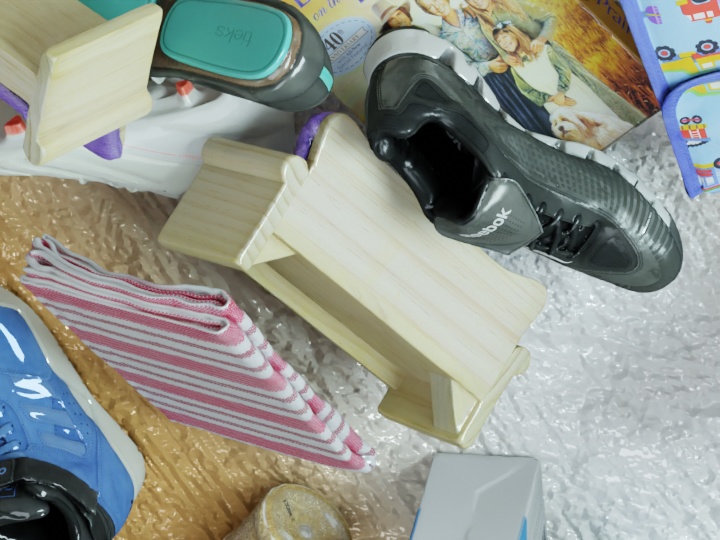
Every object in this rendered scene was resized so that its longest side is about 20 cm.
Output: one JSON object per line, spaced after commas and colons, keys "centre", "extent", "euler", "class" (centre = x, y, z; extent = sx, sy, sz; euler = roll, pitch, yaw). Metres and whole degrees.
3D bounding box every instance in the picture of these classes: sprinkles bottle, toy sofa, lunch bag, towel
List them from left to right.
{"centre": [-0.202, -0.128, 1.392], "extent": [0.200, 0.083, 0.098], "euler": [36, 130, 23], "class": "toy sofa"}
{"centre": [-0.085, 0.049, 1.505], "extent": [0.146, 0.030, 0.200], "euler": [15, 160, 32], "class": "towel"}
{"centre": [-0.083, 0.211, 1.667], "extent": [0.068, 0.068, 0.200], "euler": [34, 126, -11], "class": "sprinkles bottle"}
{"centre": [0.000, 0.000, 1.454], "extent": [0.200, 0.098, 0.083], "euler": [39, 167, -34], "class": "toy sofa"}
{"centre": [0.212, -0.120, 1.338], "extent": [0.150, 0.094, 0.200], "euler": [-16, 132, 10], "class": "lunch bag"}

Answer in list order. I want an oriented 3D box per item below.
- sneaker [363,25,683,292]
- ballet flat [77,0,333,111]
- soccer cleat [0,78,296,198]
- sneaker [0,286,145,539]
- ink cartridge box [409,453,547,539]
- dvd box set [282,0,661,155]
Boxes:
{"centre": [0.078, -0.037, 1.391], "extent": [0.200, 0.091, 0.066], "euler": [36, 127, -13], "class": "sneaker"}
{"centre": [-0.094, -0.122, 1.409], "extent": [0.199, 0.068, 0.068], "euler": [27, 177, 34], "class": "ballet flat"}
{"centre": [-0.131, -0.069, 1.478], "extent": [0.199, 0.069, 0.078], "euler": [-7, 126, 16], "class": "soccer cleat"}
{"centre": [-0.210, 0.094, 1.588], "extent": [0.076, 0.111, 0.200], "euler": [-25, 115, 29], "class": "sneaker"}
{"centre": [0.073, 0.221, 1.602], "extent": [0.066, 0.116, 0.201], "euler": [2, 125, 13], "class": "ink cartridge box"}
{"centre": [0.048, -0.124, 1.411], "extent": [0.200, 0.029, 0.146], "euler": [43, 124, -18], "class": "dvd box set"}
